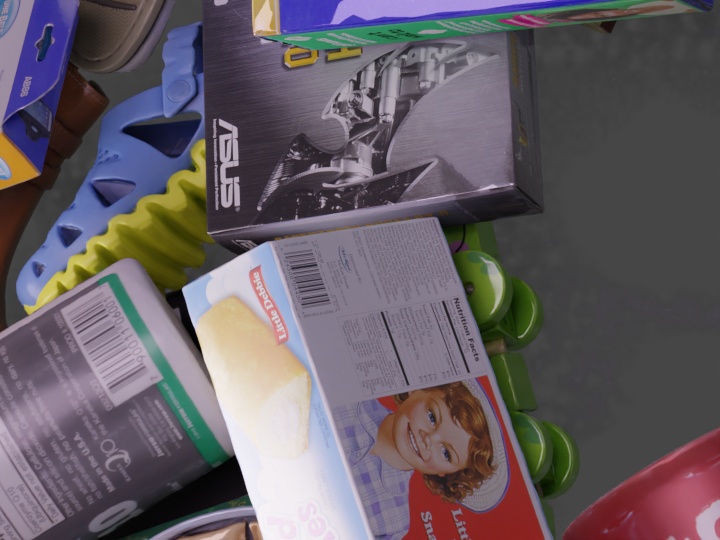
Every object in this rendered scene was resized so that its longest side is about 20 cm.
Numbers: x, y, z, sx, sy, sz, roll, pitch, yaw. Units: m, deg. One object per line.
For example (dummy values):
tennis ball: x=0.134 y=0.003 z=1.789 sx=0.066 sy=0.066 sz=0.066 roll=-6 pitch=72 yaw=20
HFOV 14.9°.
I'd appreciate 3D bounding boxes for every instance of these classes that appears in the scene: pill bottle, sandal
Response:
pill bottle: x=-0.167 y=0.090 z=1.346 sx=0.200 sy=0.113 sz=0.113 roll=-31 pitch=69 yaw=-1
sandal: x=-0.105 y=-0.052 z=1.413 sx=0.200 sy=0.079 sz=0.087 roll=-46 pitch=62 yaw=-9

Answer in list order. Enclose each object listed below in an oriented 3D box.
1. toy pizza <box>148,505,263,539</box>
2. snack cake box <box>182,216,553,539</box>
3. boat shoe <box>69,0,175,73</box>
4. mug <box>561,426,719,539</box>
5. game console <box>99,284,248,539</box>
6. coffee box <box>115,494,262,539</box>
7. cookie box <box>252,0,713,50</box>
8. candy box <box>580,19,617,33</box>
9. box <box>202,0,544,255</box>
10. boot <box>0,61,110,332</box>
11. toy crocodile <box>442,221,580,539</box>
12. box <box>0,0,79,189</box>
toy pizza: x=-0.041 y=0.207 z=1.310 sx=0.200 sy=0.032 sz=0.200 roll=2 pitch=110 yaw=5
snack cake box: x=0.009 y=0.083 z=1.247 sx=0.067 sy=0.115 sz=0.200 roll=-27 pitch=77 yaw=41
boat shoe: x=-0.107 y=-0.197 z=1.448 sx=0.075 sy=0.068 sz=0.200 roll=11 pitch=87 yaw=26
mug: x=0.210 y=0.163 z=1.215 sx=0.178 sy=0.133 sz=0.200 roll=-36 pitch=72 yaw=24
game console: x=-0.097 y=0.100 z=1.414 sx=0.200 sy=0.031 sz=0.177 roll=-20 pitch=67 yaw=17
coffee box: x=-0.108 y=0.195 z=1.362 sx=0.200 sy=0.044 sz=0.123 roll=-22 pitch=105 yaw=19
cookie box: x=0.051 y=-0.193 z=1.248 sx=0.200 sy=0.075 sz=0.171 roll=-5 pitch=85 yaw=21
candy box: x=0.060 y=-0.213 z=1.389 sx=0.200 sy=0.055 sz=0.115 roll=28 pitch=91 yaw=25
box: x=0.003 y=-0.115 z=1.328 sx=0.158 sy=0.048 sz=0.200 roll=-8 pitch=73 yaw=21
boot: x=-0.187 y=-0.037 z=1.450 sx=0.155 sy=0.077 sz=0.200 roll=-38 pitch=53 yaw=6
toy crocodile: x=0.060 y=0.053 z=1.330 sx=0.062 sy=0.068 sz=0.200 roll=-16 pitch=77 yaw=17
box: x=-0.224 y=-0.079 z=1.406 sx=0.200 sy=0.041 sz=0.119 roll=-16 pitch=43 yaw=24
